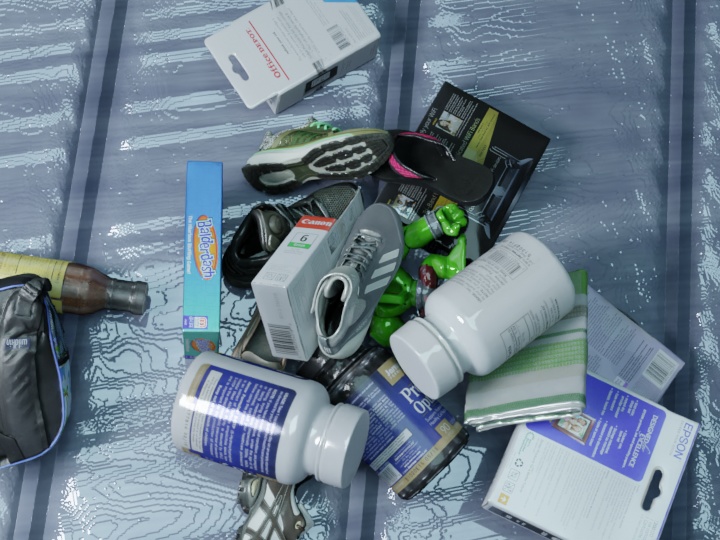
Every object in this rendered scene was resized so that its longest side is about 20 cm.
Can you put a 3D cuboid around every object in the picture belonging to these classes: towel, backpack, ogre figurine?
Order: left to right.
[{"bbox_3d":[-0.414,0.113,1.402,0.182,0.147,0.201,-12,100,-9],"label":"backpack"},{"bbox_3d":[0.069,0.021,1.516,0.119,0.201,0.098,1,32,3],"label":"ogre figurine"},{"bbox_3d":[0.201,0.094,1.488,0.149,0.031,0.201,-11,47,25],"label":"towel"}]

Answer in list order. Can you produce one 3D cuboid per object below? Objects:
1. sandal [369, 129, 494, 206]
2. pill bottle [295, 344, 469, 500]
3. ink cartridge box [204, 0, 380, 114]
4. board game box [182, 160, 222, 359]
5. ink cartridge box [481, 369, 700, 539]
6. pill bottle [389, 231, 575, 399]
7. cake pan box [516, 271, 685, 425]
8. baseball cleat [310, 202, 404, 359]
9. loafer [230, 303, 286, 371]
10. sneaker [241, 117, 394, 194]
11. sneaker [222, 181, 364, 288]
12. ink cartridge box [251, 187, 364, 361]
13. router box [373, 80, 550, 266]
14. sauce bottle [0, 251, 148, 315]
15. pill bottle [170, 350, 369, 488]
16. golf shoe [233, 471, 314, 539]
[{"bbox_3d":[0.074,-0.135,1.517,0.200,0.045,0.075,23,71,36],"label":"sandal"},{"bbox_3d":[0.022,0.162,1.470,0.200,0.112,0.112,45,74,6],"label":"pill bottle"},{"bbox_3d":[-0.089,-0.284,1.603,0.200,0.067,0.116,-32,81,-15],"label":"ink cartridge box"},{"bbox_3d":[-0.185,-0.008,1.471,0.045,0.152,0.201,2,75,-7],"label":"board game box"},{"bbox_3d":[0.271,0.228,1.467,0.199,0.043,0.199,25,72,4],"label":"ink cartridge box"},{"bbox_3d":[0.137,0.054,1.435,0.200,0.114,0.114,-35,81,-16],"label":"pill bottle"},{"bbox_3d":[0.273,0.128,1.544,0.184,0.052,0.200,38,74,2],"label":"cake pan box"},{"bbox_3d":[0.000,0.000,1.418,0.069,0.107,0.201,10,68,14],"label":"baseball cleat"},{"bbox_3d":[-0.115,0.094,1.492,0.072,0.063,0.201,18,77,-4],"label":"loafer"},{"bbox_3d":[-0.052,-0.160,1.541,0.199,0.077,0.089,-8,56,23],"label":"sneaker"},{"bbox_3d":[-0.075,-0.053,1.518,0.199,0.114,0.076,-28,81,-15],"label":"sneaker"},{"bbox_3d":[-0.051,-0.001,1.465,0.050,0.109,0.200,6,40,25],"label":"ink cartridge box"},{"bbox_3d":[0.126,-0.117,1.590,0.157,0.052,0.200,30,73,2],"label":"router box"},{"bbox_3d":[-0.354,0.021,1.489,0.199,0.066,0.066,10,74,-6],"label":"sauce bottle"},{"bbox_3d":[-0.098,0.171,1.398,0.199,0.120,0.120,15,73,14],"label":"pill bottle"},{"bbox_3d":[-0.101,0.307,1.434,0.094,0.078,0.201,8,75,-5],"label":"golf shoe"}]
